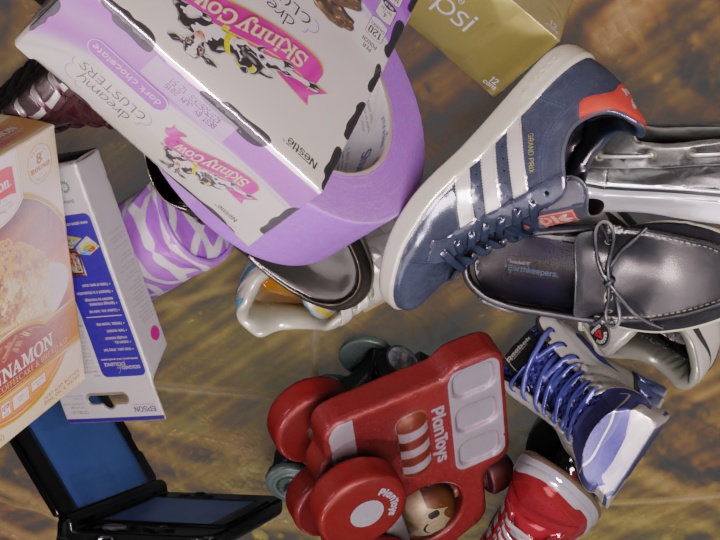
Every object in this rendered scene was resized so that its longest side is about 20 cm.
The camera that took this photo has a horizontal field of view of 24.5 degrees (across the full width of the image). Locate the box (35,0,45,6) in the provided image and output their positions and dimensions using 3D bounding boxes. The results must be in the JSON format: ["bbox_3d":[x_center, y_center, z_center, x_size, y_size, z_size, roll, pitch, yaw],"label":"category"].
[{"bbox_3d":[-0.192,-0.240,0.982,0.200,0.158,0.051,40,125,-8],"label":"box"}]

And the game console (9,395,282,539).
[{"bbox_3d":[-0.167,0.145,1.282,0.175,0.200,0.117,0,91,14],"label":"game console"}]

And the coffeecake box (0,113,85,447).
[{"bbox_3d":[-0.266,0.015,1.109,0.073,0.153,0.201,12,121,25],"label":"coffeecake box"}]

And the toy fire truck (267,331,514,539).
[{"bbox_3d":[0.034,0.147,1.197,0.167,0.112,0.201,-20,132,-12],"label":"toy fire truck"}]

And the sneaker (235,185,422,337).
[{"bbox_3d":[0.000,0.000,1.183,0.199,0.081,0.077,-17,122,32],"label":"sneaker"}]

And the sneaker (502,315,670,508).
[{"bbox_3d":[0.149,0.093,1.162,0.115,0.199,0.081,33,100,5],"label":"sneaker"}]

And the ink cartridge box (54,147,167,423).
[{"bbox_3d":[-0.200,0.014,1.190,0.094,0.037,0.201,-5,110,31],"label":"ink cartridge box"}]

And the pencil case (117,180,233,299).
[{"bbox_3d":[-0.185,-0.011,1.245,0.199,0.086,0.084,-23,159,33],"label":"pencil case"}]

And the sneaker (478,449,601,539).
[{"bbox_3d":[0.109,0.204,1.198,0.071,0.113,0.200,38,164,16],"label":"sneaker"}]

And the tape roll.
[{"bbox_3d":[-0.050,-0.107,1.031,0.065,0.201,0.200,-28,116,35],"label":"tape roll"}]

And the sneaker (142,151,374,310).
[{"bbox_3d":[-0.072,-0.035,1.085,0.075,0.106,0.200,-42,102,16],"label":"sneaker"}]

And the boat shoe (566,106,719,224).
[{"bbox_3d":[0.171,-0.079,1.081,0.199,0.072,0.071,6,111,7],"label":"boat shoe"}]

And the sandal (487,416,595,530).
[{"bbox_3d":[0.151,0.180,1.314,0.075,0.045,0.201,22,133,2],"label":"sandal"}]

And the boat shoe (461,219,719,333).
[{"bbox_3d":[0.158,0.003,1.075,0.199,0.062,0.075,4,97,21],"label":"boat shoe"}]

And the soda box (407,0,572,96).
[{"bbox_3d":[0.036,-0.201,1.011,0.200,0.068,0.064,38,132,-14],"label":"soda box"}]

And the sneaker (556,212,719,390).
[{"bbox_3d":[0.165,0.009,1.137,0.199,0.089,0.074,31,133,-7],"label":"sneaker"}]

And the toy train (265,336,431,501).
[{"bbox_3d":[0.006,0.132,1.302,0.114,0.085,0.200,26,133,-17],"label":"toy train"}]

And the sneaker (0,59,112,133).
[{"bbox_3d":[-0.180,-0.106,1.163,0.199,0.076,0.116,-28,120,34],"label":"sneaker"}]

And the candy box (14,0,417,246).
[{"bbox_3d":[-0.069,-0.143,0.915,0.168,0.200,0.071,41,135,-18],"label":"candy box"}]

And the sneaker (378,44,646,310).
[{"bbox_3d":[0.096,-0.042,1.024,0.084,0.075,0.200,42,97,23],"label":"sneaker"}]
